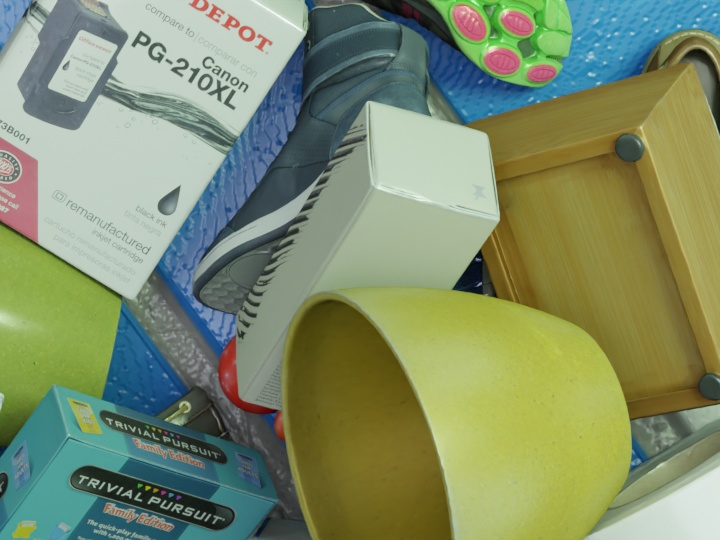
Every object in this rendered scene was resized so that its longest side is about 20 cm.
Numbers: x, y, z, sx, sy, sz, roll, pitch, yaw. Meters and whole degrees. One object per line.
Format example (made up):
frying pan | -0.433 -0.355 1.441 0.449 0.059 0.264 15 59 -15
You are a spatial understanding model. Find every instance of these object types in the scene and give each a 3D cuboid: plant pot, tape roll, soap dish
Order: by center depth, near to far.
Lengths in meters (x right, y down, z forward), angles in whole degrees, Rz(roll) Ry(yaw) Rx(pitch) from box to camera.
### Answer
plant pot | 0.062 0.094 1.319 0.141 0.200 0.201 -13 91 -25
tape roll | 0.202 0.139 1.391 0.202 0.202 0.071 -32 89 6
soap dish | 0.148 -0.004 1.393 0.157 0.081 0.201 -13 103 34
plant pot | -0.251 0.034 1.458 0.199 0.187 0.188 13 94 -10

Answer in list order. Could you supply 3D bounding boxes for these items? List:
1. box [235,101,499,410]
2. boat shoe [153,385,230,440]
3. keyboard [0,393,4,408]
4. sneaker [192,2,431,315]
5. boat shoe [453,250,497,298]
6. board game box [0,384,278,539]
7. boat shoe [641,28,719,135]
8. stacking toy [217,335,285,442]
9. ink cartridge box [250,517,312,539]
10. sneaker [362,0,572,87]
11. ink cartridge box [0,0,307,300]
box | 0.000 0.000 1.377 0.082 0.069 0.200 15 136 -21
boat shoe | -0.174 0.136 1.496 0.201 0.072 0.061 -23 88 1
keyboard | -0.256 0.120 1.449 0.056 0.200 0.011 6 58 -15
sneaker | -0.028 -0.070 1.463 0.077 0.147 0.202 26 133 -35
boat shoe | 0.060 0.029 1.460 0.072 0.072 0.201 -15 72 12
board game box | -0.167 0.172 1.439 0.150 0.047 0.200 21 118 -34
boat shoe | 0.186 -0.045 1.446 0.075 0.074 0.202 4 93 6
stacking toy | -0.001 0.102 1.474 0.200 0.085 0.086 38 96 8
ink cartridge box | -0.038 0.261 1.448 0.085 0.146 0.202 6 94 4
sneaker | 0.043 -0.180 1.456 0.199 0.084 0.077 31 94 -14
ink cartridge box | -0.142 -0.110 1.444 0.144 0.084 0.201 31 104 -11
